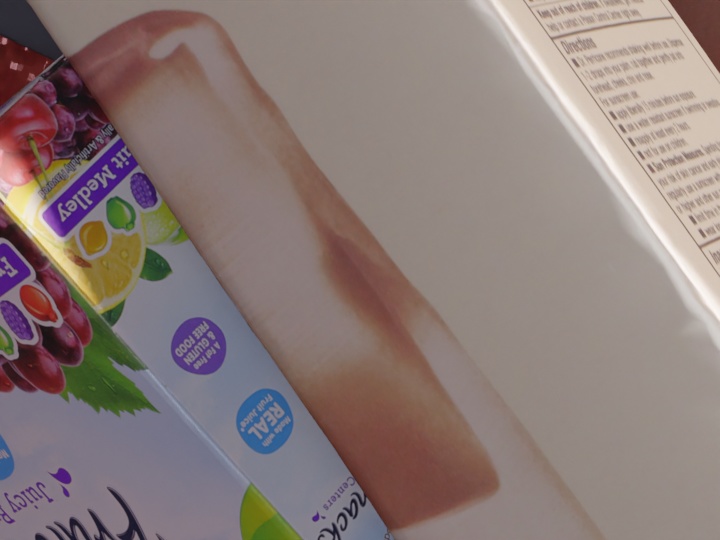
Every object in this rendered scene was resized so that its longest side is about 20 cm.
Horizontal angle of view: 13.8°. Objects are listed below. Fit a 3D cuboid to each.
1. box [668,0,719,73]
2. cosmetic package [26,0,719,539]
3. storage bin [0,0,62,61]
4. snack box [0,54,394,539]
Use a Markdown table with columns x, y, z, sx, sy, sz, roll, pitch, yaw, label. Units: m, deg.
| x | y | z | sx | sy | sz | roll | pitch | yaw | label |
| --- | --- | --- | --- | --- | --- | --- | --- | --- | --- |
| 0.148 | -0.079 | 0.687 | 0.200 | 0.075 | 0.100 | -45 | 57 | 0 | box |
| 0.027 | -0.015 | 0.608 | 0.087 | 0.103 | 0.200 | -38 | 81 | 24 | cosmetic package |
| -0.057 | -0.138 | 0.752 | 0.134 | 0.146 | 0.200 | 31 | 69 | -1 | storage bin |
| -0.070 | 0.043 | 0.700 | 0.142 | 0.200 | 0.053 | 47 | 57 | -8 | snack box |
